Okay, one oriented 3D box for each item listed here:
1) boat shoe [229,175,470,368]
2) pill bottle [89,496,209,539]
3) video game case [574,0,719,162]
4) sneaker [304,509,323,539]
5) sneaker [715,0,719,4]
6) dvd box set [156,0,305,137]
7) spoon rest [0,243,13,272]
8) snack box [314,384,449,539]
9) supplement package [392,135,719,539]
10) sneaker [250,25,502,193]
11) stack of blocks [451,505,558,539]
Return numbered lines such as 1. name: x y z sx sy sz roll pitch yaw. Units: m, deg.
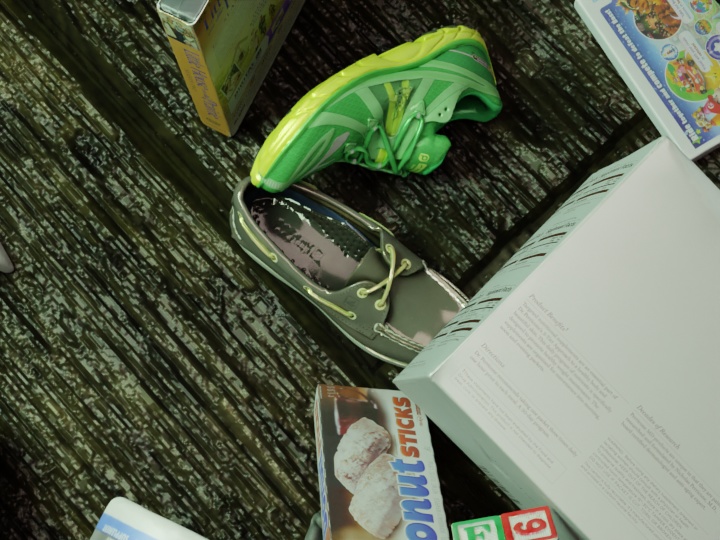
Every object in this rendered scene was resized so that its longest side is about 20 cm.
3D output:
1. boat shoe: -0.002 0.003 1.054 0.201 0.060 0.072 33 78 10
2. pill bottle: -0.148 0.251 0.969 0.114 0.114 0.200 25 78 8
3. video game case: 0.272 -0.182 1.112 0.200 0.018 0.143 -30 77 -6
4. sneaker: 0.010 0.226 0.940 0.084 0.075 0.200 7 47 -21
5. sneaker: 0.269 -0.228 1.077 0.079 0.075 0.200 -23 76 -1
6. dvd box set: -0.074 -0.185 1.034 0.029 0.200 0.147 24 79 8
7. spoon rest: -0.334 0.027 1.062 0.200 0.061 0.099 -32 76 -7
8. snack box: 0.012 0.134 0.963 0.072 0.200 0.024 6 118 -8
9. supplement package: 0.163 0.062 0.970 0.200 0.147 0.191 -45 92 -9
10. sneaker: 0.018 -0.098 1.052 0.200 0.074 0.084 -29 85 -26
11. stack of blocks: 0.099 0.251 0.904 0.058 0.200 0.115 -10 32 0
